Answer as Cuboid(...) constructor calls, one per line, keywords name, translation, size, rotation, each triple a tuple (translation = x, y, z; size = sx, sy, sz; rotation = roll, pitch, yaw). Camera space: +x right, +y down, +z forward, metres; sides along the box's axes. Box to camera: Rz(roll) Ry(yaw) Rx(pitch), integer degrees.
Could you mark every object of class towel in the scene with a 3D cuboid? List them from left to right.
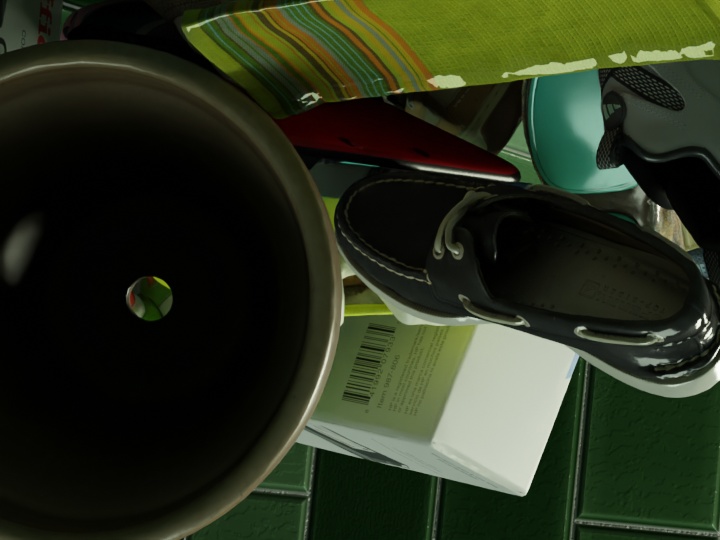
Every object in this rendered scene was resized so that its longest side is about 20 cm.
Cuboid(name="towel", translation=(0.039, -0.087, 0.960), size=(0.200, 0.018, 0.086), rotation=(-5, 162, 25))

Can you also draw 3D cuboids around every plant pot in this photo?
Cuboid(name="plant pot", translation=(-0.101, 0.010, 1.080), size=(0.200, 0.200, 0.175), rotation=(5, -179, 5))

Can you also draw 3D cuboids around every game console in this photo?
Cuboid(name="game console", translation=(-0.059, -0.043, 1.249), size=(0.200, 0.119, 0.172), rotation=(6, 138, -46))

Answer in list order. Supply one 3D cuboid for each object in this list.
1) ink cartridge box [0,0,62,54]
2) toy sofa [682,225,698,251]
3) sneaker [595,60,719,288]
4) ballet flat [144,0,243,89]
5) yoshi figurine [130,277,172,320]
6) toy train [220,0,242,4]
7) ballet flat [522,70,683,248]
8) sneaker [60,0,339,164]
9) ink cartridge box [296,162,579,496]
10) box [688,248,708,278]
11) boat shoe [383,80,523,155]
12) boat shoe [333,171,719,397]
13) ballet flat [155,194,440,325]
Cuboid(name="ink cartridge box", translation=(-0.207, -0.098, 1.100), size=(0.083, 0.146, 0.200), rotation=(1, 174, 22))
Cuboid(name="toy sofa", translation=(0.197, -0.074, 1.339), size=(0.083, 0.098, 0.200), rotation=(-19, 175, -2))
Cuboid(name="sneaker", translation=(0.176, -0.057, 1.131), size=(0.200, 0.140, 0.078), rotation=(10, 173, -30))
Cuboid(name="ballet flat", translation=(-0.030, -0.113, 1.161), size=(0.200, 0.067, 0.068), rotation=(3, 173, 32))
Cuboid(name="yoshi figurine", translation=(-0.112, 0.050, 1.292), size=(0.200, 0.112, 0.112), rotation=(-27, 170, -26))
Cuboid(name="toy train", translation=(-0.004, -0.137, 1.002), size=(0.200, 0.056, 0.150), rotation=(13, 158, -24))
Cuboid(name="ballet flat", translation=(0.124, -0.049, 1.285), size=(0.068, 0.200, 0.067), rotation=(2, -145, 21))
Cuboid(name="sneaker", translation=(-0.070, -0.106, 1.367), size=(0.082, 0.070, 0.200), rotation=(25, -174, 39))
Cuboid(name="ink cartridge box", translation=(0.019, 0.026, 1.390), size=(0.200, 0.145, 0.084), rotation=(9, 163, 48))
Cuboid(name="box", translation=(0.269, -0.024, 1.472), size=(0.158, 0.051, 0.200), rotation=(-31, -165, -31))
Cuboid(name="boat shoe", translation=(0.041, -0.093, 1.372), size=(0.076, 0.072, 0.200), rotation=(32, 168, -4))
Cuboid(name="boat shoe", translation=(0.068, -0.005, 1.132), size=(0.200, 0.074, 0.060), rotation=(26, 164, 30))
Cuboid(name="ballet flat", translation=(0.000, 0.000, 1.240), size=(0.200, 0.067, 0.067), rotation=(-3, 136, -13))
